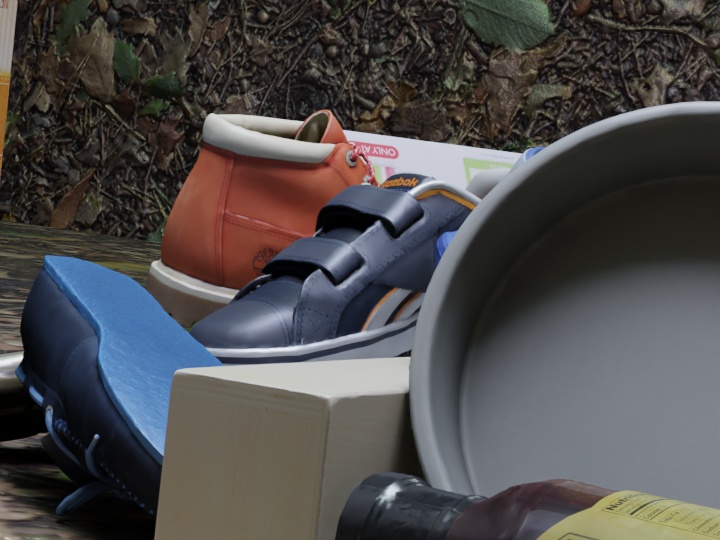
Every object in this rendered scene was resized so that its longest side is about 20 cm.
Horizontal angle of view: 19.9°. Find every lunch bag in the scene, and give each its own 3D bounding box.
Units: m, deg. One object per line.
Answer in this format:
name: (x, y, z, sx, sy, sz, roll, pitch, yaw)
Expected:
lunch bag: (0.128, 0.045, 0.799, 0.200, 0.076, 0.160, 53, 19, 26)

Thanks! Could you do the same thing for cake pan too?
cake pan: (0.116, 0.040, 0.690, 0.198, 0.202, 0.037, 7, -22, 13)

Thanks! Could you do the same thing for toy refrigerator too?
toy refrigerator: (0.004, 0.074, 0.753, 0.069, 0.077, 0.200, 8, 3, 27)

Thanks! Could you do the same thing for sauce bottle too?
sauce bottle: (0.076, 0.097, 0.593, 0.199, 0.067, 0.066, 6, 1, 43)

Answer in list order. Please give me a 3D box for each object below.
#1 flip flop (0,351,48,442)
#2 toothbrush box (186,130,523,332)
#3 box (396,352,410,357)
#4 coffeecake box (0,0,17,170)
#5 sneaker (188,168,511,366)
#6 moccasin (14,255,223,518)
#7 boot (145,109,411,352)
flip flop: (-0.125, 0.043, 0.968, 0.198, 0.058, 0.081, -2, -29, -25)
toothbrush box: (0.003, 0.008, 1.177, 0.145, 0.087, 0.200, 5, -26, -28)
box: (0.116, 0.064, 1.150, 0.199, 0.035, 0.110, 11, -21, -26)
coffeecake box: (-0.208, -0.013, 0.715, 0.073, 0.202, 0.153, 8, 3, 41)
sneaker: (0.000, 0.000, 0.920, 0.199, 0.080, 0.078, -14, 13, -40)
moccasin: (-0.091, 0.061, 0.830, 0.080, 0.069, 0.200, 18, 14, -25)
boot: (-0.002, -0.020, 0.996, 0.199, 0.108, 0.075, 7, 11, -34)
